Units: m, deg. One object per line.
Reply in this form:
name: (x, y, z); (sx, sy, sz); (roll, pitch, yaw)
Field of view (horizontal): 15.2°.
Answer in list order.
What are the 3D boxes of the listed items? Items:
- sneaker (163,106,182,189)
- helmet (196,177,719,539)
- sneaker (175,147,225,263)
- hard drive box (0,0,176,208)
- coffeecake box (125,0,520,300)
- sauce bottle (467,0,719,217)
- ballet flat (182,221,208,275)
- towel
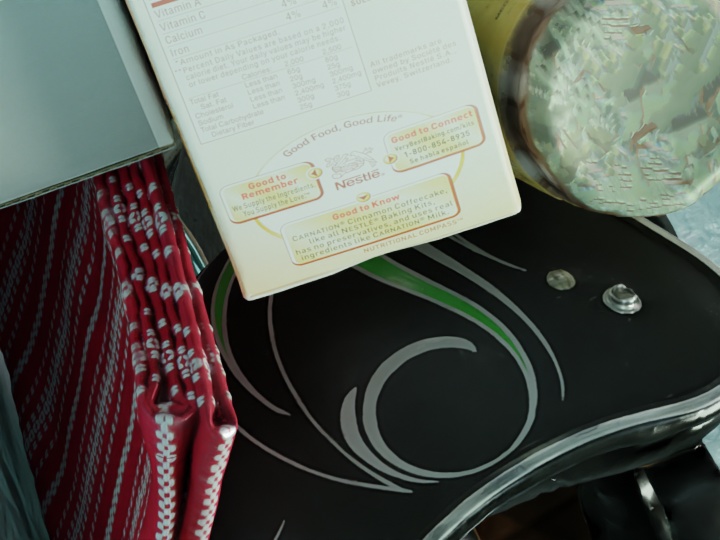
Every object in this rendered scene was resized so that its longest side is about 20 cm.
sneaker: (-0.006, -0.073, 0.948); (0.081, 0.200, 0.075); (9, 38, -42)
helmet: (0.026, 0.062, 0.744); (0.191, 0.200, 0.200); (46, -21, 55)
sneaker: (0.000, 0.000, 0.904); (0.074, 0.118, 0.201); (-125, -136, -57)
hard drive box: (-0.117, -0.131, 0.596); (0.200, 0.077, 0.156); (71, 0, -51)
coffeecake box: (-0.033, -0.118, 0.604); (0.200, 0.073, 0.154); (71, 1, -49)
sauce bottle: (0.041, -0.061, 0.727); (0.200, 0.065, 0.065); (-144, -147, -70)
ballet flat: (-0.063, 0.073, 0.844); (0.062, 0.067, 0.200); (-9, -82, 63)
towel: (-0.073, 0.010, 0.688); (0.145, 0.022, 0.200); (106, -26, -44)
